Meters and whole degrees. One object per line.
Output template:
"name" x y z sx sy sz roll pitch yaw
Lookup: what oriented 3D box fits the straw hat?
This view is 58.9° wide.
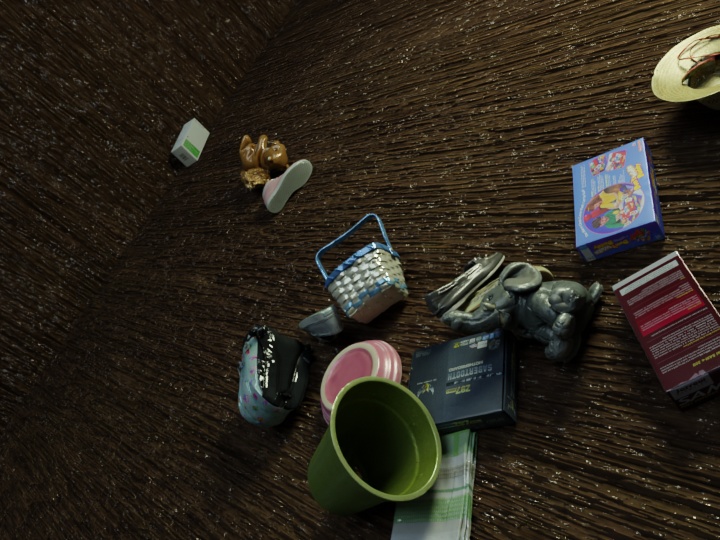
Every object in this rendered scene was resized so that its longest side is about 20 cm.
"straw hat" 0.605 -0.325 1.087 0.199 0.085 0.203 -30 32 21

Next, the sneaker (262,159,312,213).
"sneaker" -0.243 -0.285 2.038 0.201 0.075 0.105 -49 38 6

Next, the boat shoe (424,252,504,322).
"boat shoe" 0.195 0.014 1.179 0.199 0.057 0.067 -40 -4 -29

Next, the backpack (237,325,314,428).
"backpack" -0.192 0.238 1.396 0.127 0.165 0.202 -49 31 34

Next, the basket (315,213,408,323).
"basket" 0.000 0.000 1.379 0.175 0.139 0.202 -34 64 18

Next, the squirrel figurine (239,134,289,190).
"squirrel figurine" -0.328 -0.360 2.195 0.185 0.141 0.203 16 82 43

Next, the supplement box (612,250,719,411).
"supplement box" 0.442 0.079 0.885 0.108 0.061 0.202 -33 35 23

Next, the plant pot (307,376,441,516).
"plant pot" 0.003 0.310 1.047 0.191 0.197 0.202 -54 22 43

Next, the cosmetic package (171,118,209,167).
"cosmetic package" -0.790 -0.595 2.965 0.084 0.107 0.203 -21 43 33

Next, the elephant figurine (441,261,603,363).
"elephant figurine" 0.260 0.056 1.030 0.198 0.154 0.144 17 89 37

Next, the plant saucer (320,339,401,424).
"plant saucer" -0.009 0.223 1.274 0.199 0.051 0.203 -30 38 26

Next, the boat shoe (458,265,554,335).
"boat shoe" 0.250 0.042 1.136 0.198 0.073 0.063 -32 29 29

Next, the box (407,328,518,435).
"box" 0.172 0.195 1.091 0.198 0.051 0.160 -20 43 36

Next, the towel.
"towel" 0.113 0.356 1.015 0.147 0.031 0.203 -20 42 35

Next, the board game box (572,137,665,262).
"board game box" 0.442 -0.124 1.107 0.133 0.045 0.203 -20 42 36

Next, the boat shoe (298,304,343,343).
"boat shoe" -0.086 0.129 1.427 0.069 0.072 0.201 -26 -2 -20
